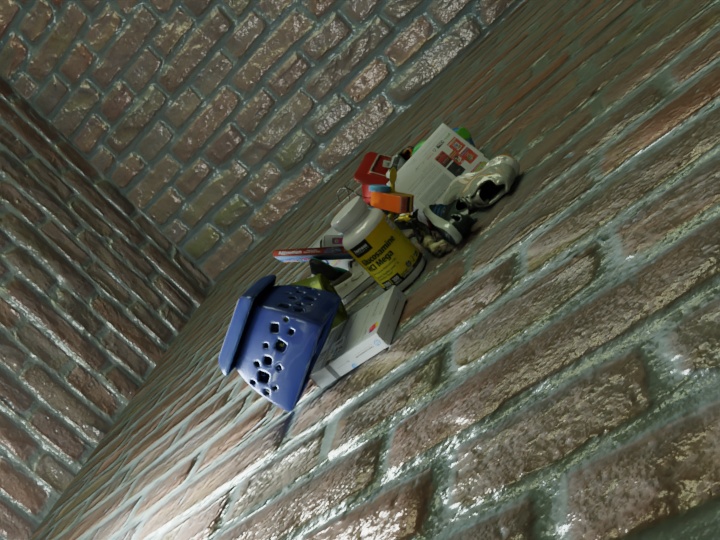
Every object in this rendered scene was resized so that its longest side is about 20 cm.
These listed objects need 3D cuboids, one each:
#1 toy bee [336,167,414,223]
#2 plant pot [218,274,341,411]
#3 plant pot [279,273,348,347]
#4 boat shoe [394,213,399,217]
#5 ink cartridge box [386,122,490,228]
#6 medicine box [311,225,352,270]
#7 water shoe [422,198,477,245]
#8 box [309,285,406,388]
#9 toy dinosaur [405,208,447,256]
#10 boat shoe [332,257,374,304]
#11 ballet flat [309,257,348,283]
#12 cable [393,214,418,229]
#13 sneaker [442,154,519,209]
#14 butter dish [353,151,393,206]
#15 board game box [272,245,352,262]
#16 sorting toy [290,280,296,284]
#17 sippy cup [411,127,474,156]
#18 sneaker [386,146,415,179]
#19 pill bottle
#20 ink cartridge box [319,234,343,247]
[{"bbox_3d":[0.058,-0.165,1.606,0.108,0.200,0.132,-9,-52,-42],"label":"toy bee"},{"bbox_3d":[-0.164,0.130,1.457,0.200,0.178,0.202,-61,-7,-73],"label":"plant pot"},{"bbox_3d":[-0.137,0.110,1.649,0.191,0.202,0.201,-30,15,9],"label":"plant pot"},{"bbox_3d":[0.133,-0.164,1.844,0.203,0.074,0.075,-56,42,39],"label":"boat shoe"},{"bbox_3d":[0.191,-0.204,1.690,0.200,0.175,0.084,-46,-19,-6],"label":"ink cartridge box"},{"bbox_3d":[-0.046,-0.069,2.043,0.182,0.103,0.200,-46,13,-3],"label":"medicine box"},{"bbox_3d":[0.191,-0.108,1.520,0.079,0.072,0.200,-40,21,5],"label":"water shoe"},{"bbox_3d":[-0.004,0.131,1.448,0.199,0.041,0.157,-38,16,34],"label":"box"},{"bbox_3d":[0.132,-0.079,1.556,0.047,0.089,0.200,-34,14,1],"label":"toy dinosaur"},{"bbox_3d":[0.000,0.000,1.763,0.200,0.070,0.071,-40,14,24],"label":"boat shoe"},{"bbox_3d":[-0.080,0.017,1.833,0.073,0.073,0.200,-42,-19,9],"label":"ballet flat"},{"bbox_3d":[0.075,-0.124,1.778,0.197,0.051,0.097,-4,12,7],"label":"cable"},{"bbox_3d":[0.238,-0.161,1.516,0.199,0.076,0.093,-34,21,44],"label":"sneaker"},{"bbox_3d":[0.082,-0.216,2.007,0.200,0.197,0.149,-66,-10,-55],"label":"butter dish"},{"bbox_3d":[-0.105,-0.040,1.786,0.197,0.020,0.103,-3,-9,8],"label":"board game box"},{"bbox_3d":[-0.238,0.147,2.060,0.199,0.070,0.200,-43,13,11],"label":"sorting toy"},{"bbox_3d":[0.221,-0.292,1.861,0.130,0.141,0.177,-40,29,-31],"label":"sippy cup"},{"bbox_3d":[0.143,-0.292,1.934,0.200,0.073,0.080,-34,-38,-49],"label":"sneaker"},{"bbox_3d":[0.035,-0.055,1.535,0.112,0.200,0.113,-42,13,12],"label":"pill bottle"},{"bbox_3d":[0.001,-0.069,1.813,0.197,0.038,0.095,-3,-4,-9],"label":"ink cartridge box"}]
